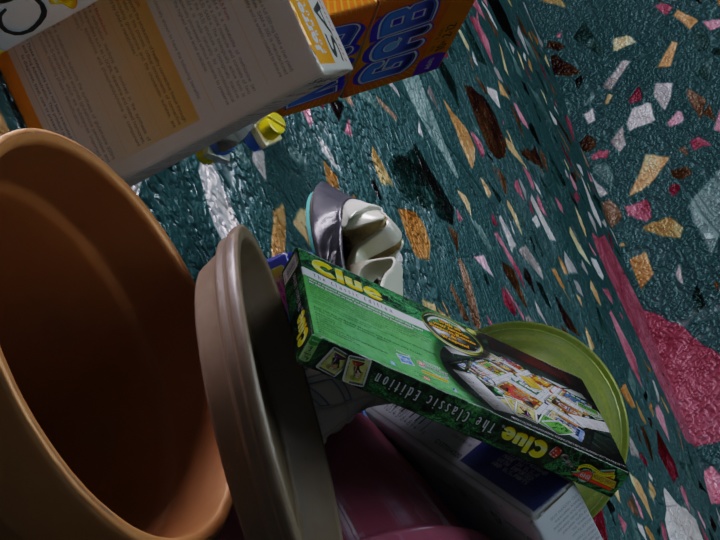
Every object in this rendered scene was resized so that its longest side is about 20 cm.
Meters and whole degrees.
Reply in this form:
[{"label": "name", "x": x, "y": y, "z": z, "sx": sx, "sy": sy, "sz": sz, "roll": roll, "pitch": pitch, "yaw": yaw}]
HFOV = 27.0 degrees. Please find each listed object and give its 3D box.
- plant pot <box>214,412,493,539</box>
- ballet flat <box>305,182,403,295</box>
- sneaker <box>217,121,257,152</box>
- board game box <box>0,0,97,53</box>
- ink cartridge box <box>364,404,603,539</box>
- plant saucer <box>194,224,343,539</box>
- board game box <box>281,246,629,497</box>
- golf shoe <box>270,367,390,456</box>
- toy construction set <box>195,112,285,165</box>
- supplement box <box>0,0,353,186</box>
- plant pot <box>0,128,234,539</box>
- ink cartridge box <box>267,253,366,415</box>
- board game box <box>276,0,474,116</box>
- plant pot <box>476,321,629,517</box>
[{"label": "plant pot", "x": -0.012, "y": 0.188, "z": 0.899, "sx": 0.200, "sy": 0.199, "sz": 0.180, "roll": 45, "pitch": 12, "yaw": -48}, {"label": "ballet flat", "x": 0.000, "y": 0.000, "z": 1.058, "sx": 0.073, "sy": 0.073, "sz": 0.201, "roll": 53, "pitch": 23, "yaw": -34}, {"label": "sneaker", "x": -0.147, "y": -0.157, "z": 1.027, "sx": 0.199, "sy": 0.092, "sz": 0.076, "roll": 32, "pitch": -4, "yaw": 7}, {"label": "board game box", "x": -0.183, "y": -0.218, "z": 0.880, "sx": 0.105, "sy": 0.198, "sz": 0.104, "roll": 54, "pitch": 21, "yaw": -33}, {"label": "ink cartridge box", "x": 0.101, "y": 0.178, "z": 0.934, "sx": 0.196, "sy": 0.043, "sz": 0.201, "roll": 27, "pitch": -30, "yaw": 58}, {"label": "plant saucer", "x": -0.044, "y": 0.078, "z": 0.734, "sx": 0.200, "sy": 0.029, "sz": 0.202, "roll": -14, "pitch": 90, "yaw": -87}, {"label": "board game box", "x": 0.051, "y": 0.056, "z": 0.830, "sx": 0.199, "sy": 0.024, "sz": 0.105, "roll": 25, "pitch": 23, "yaw": -18}, {"label": "golf shoe", "x": -0.032, "y": 0.079, "z": 0.871, "sx": 0.198, "sy": 0.078, "sz": 0.098, "roll": 2, "pitch": 63, "yaw": -20}, {"label": "toy construction set", "x": -0.139, "y": -0.179, "z": 1.136, "sx": 0.130, "sy": 0.092, "sz": 0.201, "roll": 5, "pitch": 51, "yaw": -42}, {"label": "supplement box", "x": -0.122, "y": -0.140, "z": 0.957, "sx": 0.127, "sy": 0.199, "sz": 0.073, "roll": 65, "pitch": 18, "yaw": -1}, {"label": "plant pot", "x": -0.165, "y": 0.055, "z": 0.681, "sx": 0.201, "sy": 0.139, "sz": 0.201, "roll": 55, "pitch": 20, "yaw": -31}, {"label": "ink cartridge box", "x": -0.038, "y": 0.061, "z": 1.127, "sx": 0.138, "sy": 0.076, "sz": 0.200, "roll": 67, "pitch": 20, "yaw": 6}, {"label": "board game box", "x": -0.037, "y": -0.269, "z": 1.250, "sx": 0.200, "sy": 0.198, "sz": 0.202, "roll": 122, "pitch": -51, "yaw": -72}, {"label": "plant pot", "x": 0.124, "y": 0.143, "z": 1.261, "sx": 0.184, "sy": 0.199, "sz": 0.202, "roll": 13, "pitch": 54, "yaw": -78}]
